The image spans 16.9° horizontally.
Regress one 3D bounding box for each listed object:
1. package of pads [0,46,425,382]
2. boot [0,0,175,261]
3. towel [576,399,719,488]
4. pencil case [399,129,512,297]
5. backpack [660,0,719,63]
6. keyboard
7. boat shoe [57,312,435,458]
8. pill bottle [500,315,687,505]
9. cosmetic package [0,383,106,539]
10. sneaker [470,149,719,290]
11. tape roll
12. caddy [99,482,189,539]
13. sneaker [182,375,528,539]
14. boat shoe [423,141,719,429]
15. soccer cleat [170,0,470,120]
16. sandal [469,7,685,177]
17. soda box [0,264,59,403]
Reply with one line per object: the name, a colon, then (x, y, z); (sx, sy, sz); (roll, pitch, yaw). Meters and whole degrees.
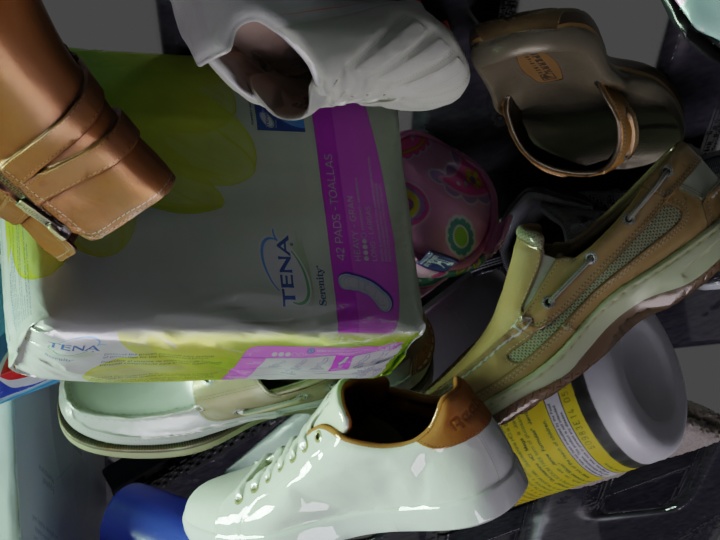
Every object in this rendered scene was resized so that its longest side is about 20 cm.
package of pads: (-0.074, -0.023, 1.158); (0.199, 0.155, 0.068); (2, 156, -20)
boot: (-0.135, -0.085, 1.004); (0.155, 0.074, 0.200); (45, 152, -11)
towel: (0.158, 0.112, 1.710); (0.132, 0.035, 0.200); (-22, 154, 33)
pencil case: (0.000, 0.000, 1.325); (0.087, 0.088, 0.200); (7, 154, -29)
backpack: (0.205, -0.137, 0.995); (0.199, 0.167, 0.127); (15, 130, -36)
keyboard: (-0.068, 0.084, 1.491); (0.199, 0.021, 0.127); (-31, 161, -10)
boat shoe: (-0.061, 0.044, 1.250); (0.199, 0.075, 0.069); (-11, 149, -5)
pill bottle: (0.096, 0.091, 1.536); (0.199, 0.113, 0.112); (-21, 154, 29)
cosmetic package: (-0.227, 0.126, 1.411); (0.122, 0.201, 0.199); (-10, 157, 7)
sneaker: (0.156, -0.020, 1.307); (0.199, 0.076, 0.114); (-18, 171, 33)
tape roll: (0.017, 0.079, 1.397); (0.200, 0.066, 0.200); (-39, 179, -1)
caddy: (-0.100, 0.211, 1.379); (0.105, 0.142, 0.200); (21, 155, 17)
sneaker: (-0.015, 0.091, 1.231); (0.199, 0.073, 0.085); (-14, 113, 31)
boat shoe: (0.101, 0.008, 1.242); (0.200, 0.076, 0.072); (-38, -169, 1)
soccer cleat: (-0.019, -0.097, 1.096); (0.069, 0.078, 0.200); (-22, 154, 32)
sandal: (0.108, -0.077, 1.207); (0.080, 0.054, 0.200); (-14, 162, 19)
soda box: (-0.189, 0.029, 1.275); (0.199, 0.068, 0.064); (-20, 167, -32)
